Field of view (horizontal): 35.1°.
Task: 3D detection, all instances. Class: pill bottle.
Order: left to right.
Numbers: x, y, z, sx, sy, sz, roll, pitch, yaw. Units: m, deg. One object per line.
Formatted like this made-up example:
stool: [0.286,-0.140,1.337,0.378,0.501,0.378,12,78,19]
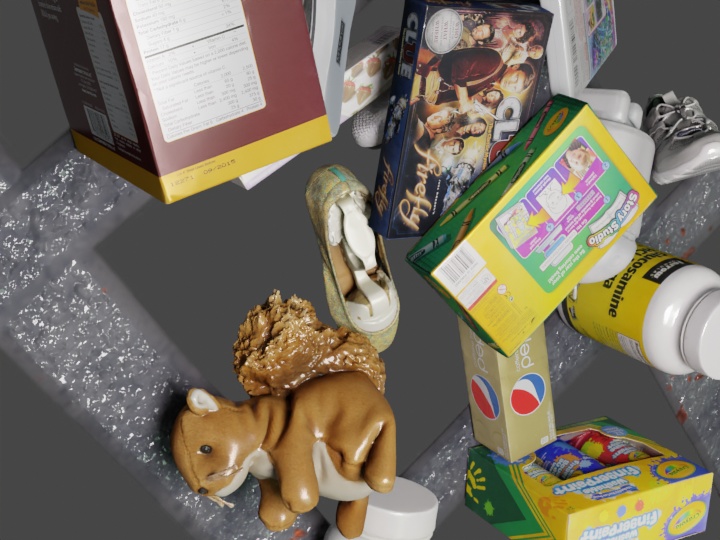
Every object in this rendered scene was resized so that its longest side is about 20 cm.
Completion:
pill bottle: [0.012,0.310,1.114,0.113,0.114,0.202,3,104,-33]
pill bottle: [0.301,0.038,1.157,0.112,0.200,0.113,-10,110,-29]

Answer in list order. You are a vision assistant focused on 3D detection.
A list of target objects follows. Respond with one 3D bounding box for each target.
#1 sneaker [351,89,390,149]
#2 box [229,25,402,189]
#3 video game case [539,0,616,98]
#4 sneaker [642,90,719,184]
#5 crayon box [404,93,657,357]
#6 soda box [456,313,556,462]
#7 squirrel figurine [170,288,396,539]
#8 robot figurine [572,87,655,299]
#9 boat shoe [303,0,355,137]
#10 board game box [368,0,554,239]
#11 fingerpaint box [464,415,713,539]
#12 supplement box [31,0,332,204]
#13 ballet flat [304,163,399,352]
sneaker: [0.089,-0.129,1.047,0.199,0.075,0.115,-28,119,-22]
box: [-0.037,-0.144,0.985,0.200,0.041,0.039,-38,121,-18]
video game case: [0.197,-0.275,1.042,0.182,0.024,0.201,-49,134,-53]
sneaker: [0.313,-0.136,1.132,0.074,0.200,0.083,-15,101,0]
crayon box: [0.150,-0.039,0.993,0.200,0.058,0.119,-47,118,-3]
soda box: [0.147,0.087,1.156,0.064,0.068,0.201,-22,115,-24]
squirrel figurine: [-0.072,0.126,1.005,0.185,0.142,0.201,7,65,-10]
robot figurine: [0.222,-0.075,1.112,0.169,0.112,0.202,19,81,-54]
boat shoe: [-0.045,-0.206,0.940,0.074,0.068,0.201,27,67,-75]
board game box: [0.086,-0.129,0.978,0.135,0.035,0.201,-6,117,-32]
fingerpaint box: [0.239,0.230,1.199,0.199,0.167,0.074,-7,109,-29]
supplement box: [-0.141,-0.182,0.810,0.132,0.197,0.201,-24,117,-24]
ballet flat: [0.000,0.000,1.038,0.070,0.071,0.201,-27,118,-22]
